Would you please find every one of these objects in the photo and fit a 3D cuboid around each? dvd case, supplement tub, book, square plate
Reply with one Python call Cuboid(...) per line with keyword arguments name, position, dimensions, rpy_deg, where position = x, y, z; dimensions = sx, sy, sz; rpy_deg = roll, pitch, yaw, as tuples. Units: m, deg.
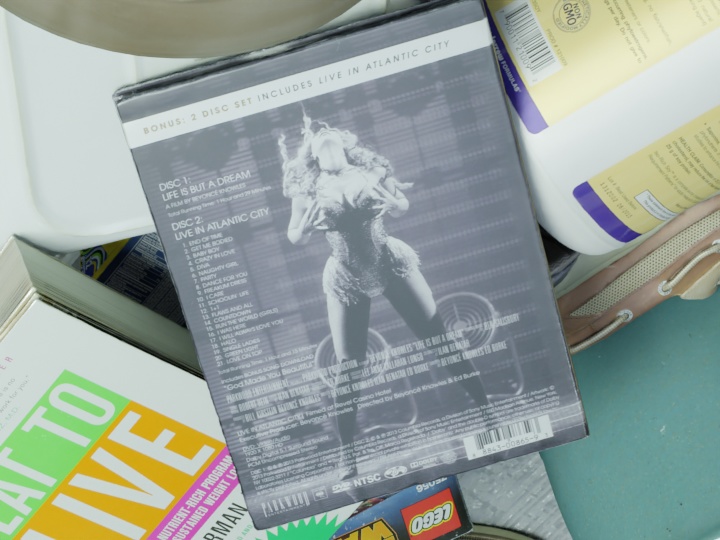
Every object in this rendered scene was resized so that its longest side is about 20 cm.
Cuboid(name="dvd case", position=(0.000, 0.000, 0.888), dimensions=(0.148, 0.016, 0.201), rpy_deg=(-16, 115, 1))
Cuboid(name="supplement tub", position=(0.144, -0.112, 0.921), dimensions=(0.199, 0.146, 0.146), rpy_deg=(-30, 126, 17))
Cuboid(name="book", position=(-0.103, 0.087, 0.947), dimensions=(0.199, 0.048, 0.134), rpy_deg=(29, 108, -35))
Cuboid(name="square plate", position=(-0.066, -0.086, 0.869), dimensions=(0.198, 0.029, 0.199), rpy_deg=(-12, 137, -11))

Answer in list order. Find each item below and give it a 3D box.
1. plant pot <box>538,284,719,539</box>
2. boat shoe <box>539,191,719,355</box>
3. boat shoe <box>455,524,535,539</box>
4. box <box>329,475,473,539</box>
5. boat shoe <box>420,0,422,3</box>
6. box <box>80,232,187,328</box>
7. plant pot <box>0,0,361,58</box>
Cuboid(name="plant pot", position=(0.187, 0.102, 1.072), dimensions=(0.198, 0.189, 0.201), rpy_deg=(-4, 130, -4))
Cuboid(name="boat shoe", position=(0.145, -0.025, 1.026), dimensions=(0.199, 0.076, 0.072), rpy_deg=(-28, 125, 4))
Cuboid(name="boat shoe", position=(0.012, 0.185, 1.195), dimensions=(0.198, 0.069, 0.075), rpy_deg=(-2, 125, -7))
Cuboid(name="box", position=(-0.058, 0.101, 1.020), dimensions=(0.199, 0.040, 0.138), rpy_deg=(-22, 125, -6))
Cuboid(name="boat shoe", position=(0.008, -0.075, 0.994), dimensions=(0.063, 0.071, 0.200), rpy_deg=(7, 146, 31))
Cuboid(name="box", position=(-0.035, 0.016, 1.052), dimensions=(0.199, 0.070, 0.064), rpy_deg=(30, 119, -26))
Cuboid(name="plant pot", position=(-0.061, -0.199, 0.727), dimensions=(0.198, 0.201, 0.174), rpy_deg=(-1, 154, -5))
